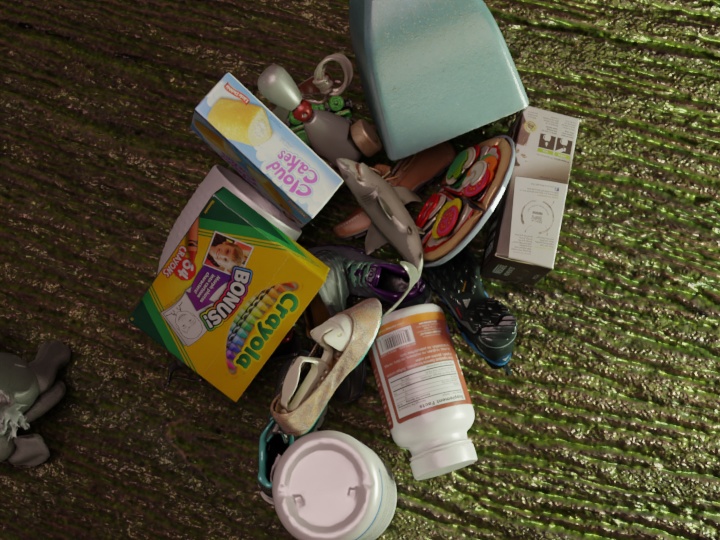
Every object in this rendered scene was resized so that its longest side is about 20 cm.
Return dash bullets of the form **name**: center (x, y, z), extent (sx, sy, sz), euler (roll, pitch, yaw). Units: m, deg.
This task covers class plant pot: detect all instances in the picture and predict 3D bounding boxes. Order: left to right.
- **plant pot**: center (0.082, -0.300, 1.430), extent (0.193, 0.202, 0.197), euler (-21, 32, 2)

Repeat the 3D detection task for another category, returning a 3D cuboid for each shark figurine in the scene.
- **shark figurine**: center (0.035, -0.036, 1.412), extent (0.089, 0.127, 0.217), euler (-42, 56, 29)

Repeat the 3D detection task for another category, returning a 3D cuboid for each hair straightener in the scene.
- **hair straightener**: center (-0.168, 0.125, 1.465), extent (0.197, 0.077, 0.041), euler (-20, 49, 9)

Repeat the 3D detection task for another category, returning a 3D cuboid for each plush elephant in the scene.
- **plush elephant**: center (-0.486, 0.187, 1.474), extent (0.156, 0.163, 0.202), euler (-54, 33, 29)

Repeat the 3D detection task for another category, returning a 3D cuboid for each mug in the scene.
- **mug**: center (-0.166, -0.009, 1.466), extent (0.199, 0.148, 0.176), euler (39, 96, 10)

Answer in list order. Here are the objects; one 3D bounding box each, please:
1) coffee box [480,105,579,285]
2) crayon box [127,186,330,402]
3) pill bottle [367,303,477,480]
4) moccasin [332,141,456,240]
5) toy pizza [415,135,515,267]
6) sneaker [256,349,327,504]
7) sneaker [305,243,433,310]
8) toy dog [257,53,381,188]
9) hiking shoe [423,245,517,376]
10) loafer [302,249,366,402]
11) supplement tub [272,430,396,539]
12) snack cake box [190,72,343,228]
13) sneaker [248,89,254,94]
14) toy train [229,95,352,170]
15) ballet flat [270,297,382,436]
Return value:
- **coffee box**: center (0.218, -0.094, 1.436), extent (0.078, 0.113, 0.204), euler (12, 77, -2)
- **crayon box**: center (-0.163, 0.030, 1.376), extent (0.172, 0.058, 0.201), euler (37, 106, -4)
- **pill bottle**: center (0.080, 0.155, 1.402), extent (0.110, 0.112, 0.203), euler (-17, 74, 4)
- **moccasin**: center (0.039, -0.118, 1.489), extent (0.201, 0.074, 0.078), euler (-41, 99, -2)
- **toy pizza**: center (0.125, -0.094, 1.422), extent (0.031, 0.200, 0.202), euler (33, 82, -16)
- **sneaker**: center (-0.091, 0.200, 1.428), extent (0.076, 0.091, 0.204), euler (7, 77, 9)
- **sneaker**: center (0.000, 0.000, 1.465), extent (0.196, 0.088, 0.076), euler (12, 78, 11)
- **toy dog**: center (-0.056, -0.206, 1.467), extent (0.130, 0.202, 0.097), euler (-21, 36, 3)
- **hiking shoe**: center (0.136, 0.045, 1.441), extent (0.073, 0.088, 0.201), euler (-20, 50, -10)
- **loafer**: center (-0.046, 0.079, 1.436), extent (0.072, 0.072, 0.204), euler (-12, 95, 38)
- **supplement tub**: center (-0.027, 0.270, 1.343), extent (0.129, 0.200, 0.135), euler (-2, 75, 8)
- **snack cake box**: center (-0.122, -0.150, 1.418), extent (0.200, 0.115, 0.067), euler (42, 77, -5)
- **sneaker**: center (-0.123, -0.156, 1.507), extent (0.079, 0.074, 0.201), euler (-36, 96, 1)
- **toy train**: center (-0.101, -0.191, 1.556), extent (0.197, 0.042, 0.057), euler (-18, 84, 4)
- **ballet flat**: center (-0.044, 0.111, 1.364), extent (0.068, 0.067, 0.202), euler (24, 80, 51)
